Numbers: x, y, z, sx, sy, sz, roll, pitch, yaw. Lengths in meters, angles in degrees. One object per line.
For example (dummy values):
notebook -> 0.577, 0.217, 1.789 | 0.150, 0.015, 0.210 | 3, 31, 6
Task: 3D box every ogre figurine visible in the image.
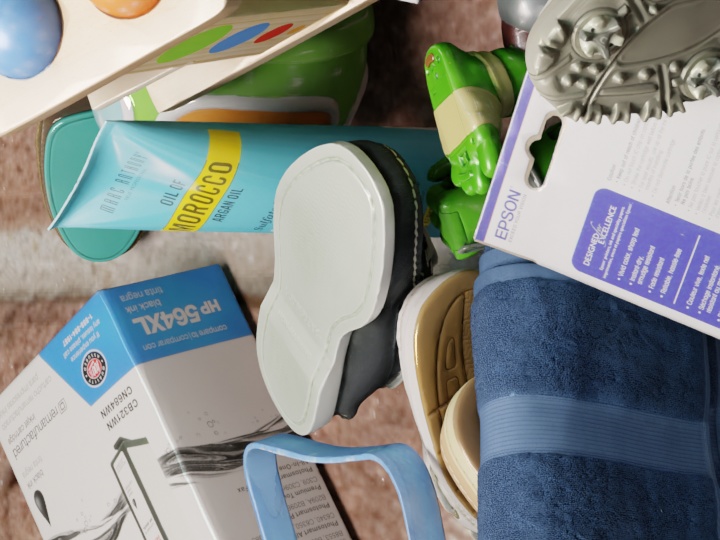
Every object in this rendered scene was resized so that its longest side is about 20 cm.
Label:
ogre figurine -> 0.086, -0.108, 1.008 | 0.098, 0.119, 0.201 | -161, 61, -65

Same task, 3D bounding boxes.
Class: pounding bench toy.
pounding bench toy -> -0.064, -0.153, 0.984 | 0.199, 0.156, 0.125 | -25, 86, 28

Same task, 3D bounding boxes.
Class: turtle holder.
turtle holder -> -0.078, -0.104, 1.189 | 0.185, 0.141, 0.132 | 30, 122, 38

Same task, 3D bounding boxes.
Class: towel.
towel -> 0.097, 0.083, 0.987 | 0.049, 0.111, 0.201 | -42, 42, 54

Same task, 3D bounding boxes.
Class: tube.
tube -> -0.035, -0.041, 1.108 | 0.078, 0.199, 0.051 | -59, 42, 42

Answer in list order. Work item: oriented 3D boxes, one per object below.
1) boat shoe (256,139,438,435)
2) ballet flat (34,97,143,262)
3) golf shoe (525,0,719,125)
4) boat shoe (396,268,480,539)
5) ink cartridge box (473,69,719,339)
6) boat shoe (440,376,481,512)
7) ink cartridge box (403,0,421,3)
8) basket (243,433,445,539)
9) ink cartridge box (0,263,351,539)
boat shoe -> 0.000, 0.000, 1.084 | 0.076, 0.060, 0.200 | 59, 155, 18
ballet flat -> -0.144, -0.101, 1.311 | 0.072, 0.067, 0.201 | -103, 4, -52
golf shoe -> 0.131, -0.131, 0.937 | 0.097, 0.200, 0.078 | 41, 162, 48
boat shoe -> 0.053, 0.075, 1.093 | 0.069, 0.071, 0.200 | 32, 153, 50
ink cartridge box -> 0.151, -0.022, 0.964 | 0.199, 0.039, 0.100 | 23, 121, 8
boat shoe -> 0.099, 0.124, 1.045 | 0.200, 0.071, 0.064 | 45, 144, -13
ink cartridge box -> -0.042, -0.175, 1.116 | 0.199, 0.094, 0.044 | 15, 128, 25
basket -> 0.006, 0.172, 1.115 | 0.176, 0.139, 0.201 | 0, 108, 67
ink cartridge box -> -0.096, 0.122, 1.307 | 0.146, 0.084, 0.201 | -43, 67, 44
